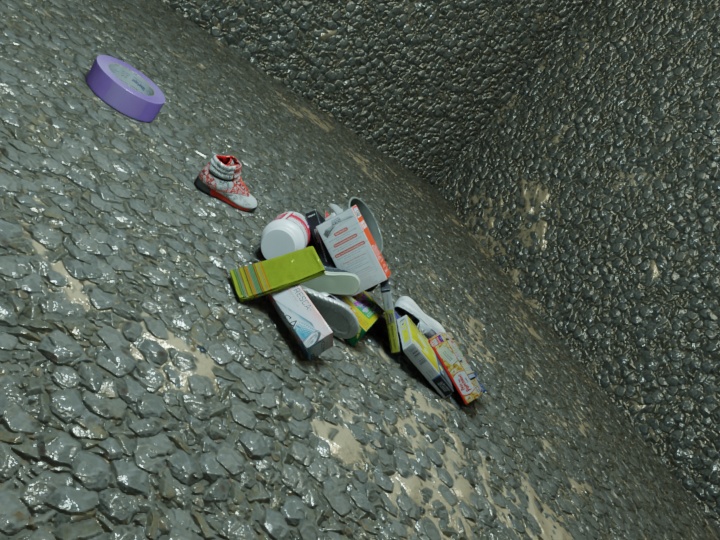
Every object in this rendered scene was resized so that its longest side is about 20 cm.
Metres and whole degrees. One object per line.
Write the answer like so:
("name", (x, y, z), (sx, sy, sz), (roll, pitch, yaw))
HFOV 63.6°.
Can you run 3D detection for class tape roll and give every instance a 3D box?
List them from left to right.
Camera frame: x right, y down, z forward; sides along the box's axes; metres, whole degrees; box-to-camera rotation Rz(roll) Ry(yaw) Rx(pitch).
("tape roll", (-0.640, -0.498, 1.594), (0.199, 0.066, 0.201), (37, 20, -15))

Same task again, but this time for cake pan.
("cake pan", (0.006, -0.136, 1.851), (0.200, 0.036, 0.202), (46, 31, -38))

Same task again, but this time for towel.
("towel", (-0.181, 0.003, 1.265), (0.197, 0.018, 0.087), (-18, 57, -18))

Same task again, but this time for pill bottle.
("pill bottle", (-0.189, -0.079, 1.463), (0.112, 0.113, 0.200), (39, 13, -6))

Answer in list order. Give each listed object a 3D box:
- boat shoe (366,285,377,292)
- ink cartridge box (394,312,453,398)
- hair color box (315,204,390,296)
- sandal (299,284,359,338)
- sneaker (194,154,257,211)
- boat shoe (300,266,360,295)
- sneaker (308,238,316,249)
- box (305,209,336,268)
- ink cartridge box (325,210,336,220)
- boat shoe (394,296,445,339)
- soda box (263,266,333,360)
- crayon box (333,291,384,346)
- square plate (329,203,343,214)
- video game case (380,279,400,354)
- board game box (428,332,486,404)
("boat shoe", (-0.002, 0.002, 1.631), (0.063, 0.073, 0.200), (42, 5, 30))
("ink cartridge box", (0.174, 0.219, 1.597), (0.198, 0.047, 0.201), (49, 17, -22))
("hair color box", (-0.017, -0.051, 1.486), (0.202, 0.110, 0.064), (63, 17, -7))
("sandal", (-0.085, 0.087, 1.375), (0.201, 0.083, 0.050), (35, 23, -17))
("sneaker", (-0.333, -0.235, 1.554), (0.200, 0.108, 0.068), (22, 26, -45))
("boat shoe", (-0.098, 0.023, 1.439), (0.196, 0.076, 0.062), (7, 8, -3))
("sneaker", (-0.137, -0.084, 1.669), (0.079, 0.074, 0.200), (47, 19, 1))
("box", (-0.088, -0.051, 1.564), (0.143, 0.036, 0.203), (44, 26, -76))
("ink cartridge box", (-0.041, -0.097, 1.854), (0.201, 0.044, 0.177), (51, 16, -22))
("boat shoe", (0.181, 0.164, 1.767), (0.200, 0.072, 0.068), (48, 40, 0))
("soda box", (-0.137, 0.090, 1.258), (0.201, 0.068, 0.064), (51, -20, 28))
("crayon box", (-0.017, 0.108, 1.501), (0.119, 0.058, 0.200), (43, 19, 4))
("square plate", (-0.012, -0.127, 1.970), (0.198, 0.028, 0.201), (47, 6, -43))
("video game case", (0.077, 0.098, 1.573), (0.200, 0.025, 0.184), (-90, 170, -70))
("board game box", (0.276, 0.272, 1.647), (0.202, 0.046, 0.151), (60, 14, 16))
